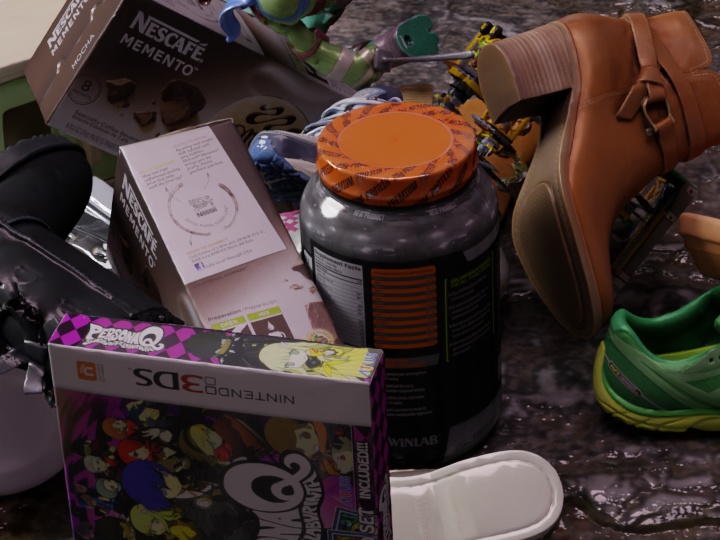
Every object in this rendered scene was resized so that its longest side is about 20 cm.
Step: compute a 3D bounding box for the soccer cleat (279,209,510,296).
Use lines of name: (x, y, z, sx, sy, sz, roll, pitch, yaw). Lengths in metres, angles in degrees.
soccer cleat: (0.000, 0.000, 1.765, 0.198, 0.070, 0.086, -1, 15, -1)

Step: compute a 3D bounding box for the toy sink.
toy sink: (-0.222, -0.123, 1.936, 0.199, 0.131, 0.112, -20, 35, -27)

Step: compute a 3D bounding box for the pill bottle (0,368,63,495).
pill bottle: (-0.240, 0.043, 1.683, 0.111, 0.113, 0.200, -10, 32, -13)

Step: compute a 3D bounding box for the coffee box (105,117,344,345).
coffee box: (-0.082, 0.023, 1.636, 0.079, 0.113, 0.201, -15, 58, -20)

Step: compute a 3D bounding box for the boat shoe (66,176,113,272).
boat shoe: (-0.146, 0.011, 1.783, 0.071, 0.072, 0.200, -41, 45, -15)

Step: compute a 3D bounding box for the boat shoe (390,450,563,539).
boat shoe: (0.016, 0.148, 1.543, 0.200, 0.060, 0.073, -7, 70, -3)

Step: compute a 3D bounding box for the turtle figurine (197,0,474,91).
turtle figurine: (-0.003, -0.203, 1.800, 0.199, 0.144, 0.194, -29, 18, 5)

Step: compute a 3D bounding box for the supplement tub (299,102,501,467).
supplement tub: (0.025, 0.007, 1.635, 0.121, 0.201, 0.123, -1, 31, 1)

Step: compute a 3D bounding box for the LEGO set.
LEGO set: (0.119, -0.061, 1.796, 0.116, 0.200, 0.154, -51, 27, 0)

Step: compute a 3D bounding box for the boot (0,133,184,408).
boot: (-0.176, 0.000, 1.598, 0.162, 0.074, 0.198, 31, 30, 19)

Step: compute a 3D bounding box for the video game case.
video game case: (-0.071, 0.122, 1.457, 0.180, 0.201, 0.036, 7, 34, 14)

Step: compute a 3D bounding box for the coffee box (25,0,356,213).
coffee box: (-0.114, -0.125, 1.847, 0.199, 0.113, 0.080, 25, 20, -31)

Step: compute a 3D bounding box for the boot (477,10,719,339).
boot: (0.169, -0.067, 1.691, 0.154, 0.202, 0.074, -12, -2, -27)

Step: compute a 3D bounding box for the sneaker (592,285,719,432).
sneaker: (0.243, 0.053, 1.656, 0.198, 0.084, 0.074, -3, 31, -2)

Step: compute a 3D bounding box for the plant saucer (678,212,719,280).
plant saucer: (0.294, 0.006, 1.698, 0.199, 0.038, 0.200, 16, 2, -1)

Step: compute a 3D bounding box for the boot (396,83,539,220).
boot: (0.106, -0.081, 1.913, 0.199, 0.071, 0.145, -3, 38, 4)

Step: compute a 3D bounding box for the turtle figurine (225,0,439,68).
turtle figurine: (-0.041, -0.153, 1.986, 0.200, 0.150, 0.101, -30, 30, 42)

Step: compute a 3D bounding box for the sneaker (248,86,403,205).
sneaker: (-0.008, -0.082, 1.774, 0.077, 0.086, 0.199, 4, -3, 34)
